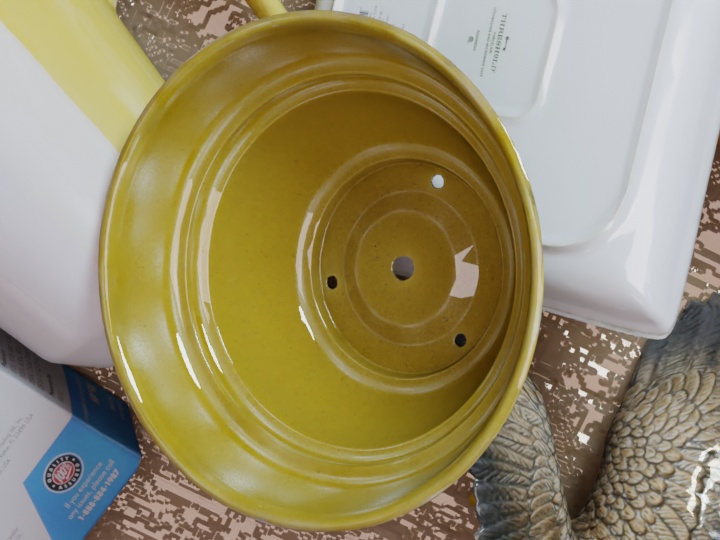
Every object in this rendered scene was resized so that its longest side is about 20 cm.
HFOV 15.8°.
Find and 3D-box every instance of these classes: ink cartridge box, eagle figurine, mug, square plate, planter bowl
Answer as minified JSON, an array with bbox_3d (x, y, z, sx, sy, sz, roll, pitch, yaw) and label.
[{"bbox_3d":[-0.210,0.063,1.132,0.200,0.067,0.116,34,101,-20],"label":"ink cartridge box"},{"bbox_3d":[0.091,0.108,1.113,0.151,0.152,0.200,22,106,23],"label":"eagle figurine"},{"bbox_3d":[-0.120,-0.051,1.099,0.187,0.149,0.153,-40,102,22],"label":"mug"},{"bbox_3d":[0.057,-0.089,1.069,0.198,0.028,0.200,14,90,27],"label":"square plate"},{"bbox_3d":[0.000,0.000,1.027,0.200,0.083,0.201,0,91,30],"label":"planter bowl"}]

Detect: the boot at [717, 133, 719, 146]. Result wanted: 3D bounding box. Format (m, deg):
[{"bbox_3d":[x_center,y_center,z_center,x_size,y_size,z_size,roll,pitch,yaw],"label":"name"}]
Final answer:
[{"bbox_3d":[0.111,-0.074,1.113,0.144,0.071,0.201,-33,88,15],"label":"boot"}]
